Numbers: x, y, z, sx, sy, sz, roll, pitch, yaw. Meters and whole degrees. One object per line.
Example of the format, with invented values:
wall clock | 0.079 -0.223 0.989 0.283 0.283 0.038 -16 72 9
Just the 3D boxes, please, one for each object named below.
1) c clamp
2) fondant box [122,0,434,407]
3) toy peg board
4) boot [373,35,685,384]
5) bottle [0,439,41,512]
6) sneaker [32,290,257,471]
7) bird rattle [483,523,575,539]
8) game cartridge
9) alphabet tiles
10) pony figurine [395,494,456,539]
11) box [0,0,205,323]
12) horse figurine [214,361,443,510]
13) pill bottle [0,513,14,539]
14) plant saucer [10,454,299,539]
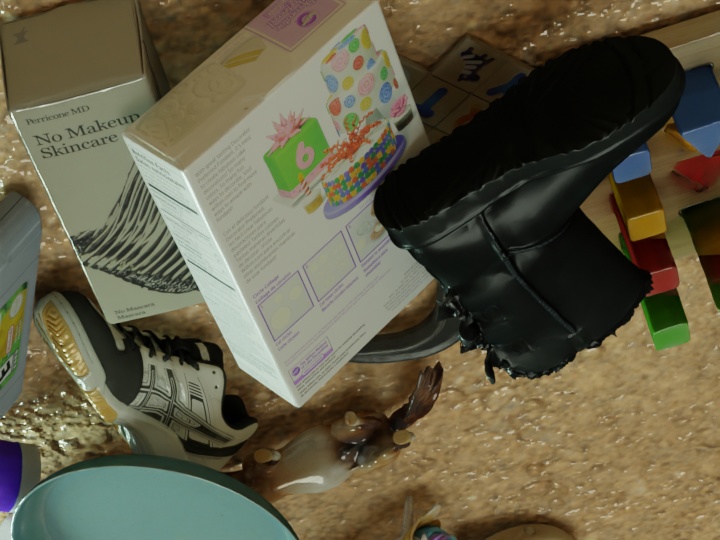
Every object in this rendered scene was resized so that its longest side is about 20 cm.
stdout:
c clamp | 0.000 0.000 1.321 0.169 0.027 0.201 -13 141 -6
fondant box | -0.031 -0.042 1.162 0.144 0.058 0.201 -43 139 -19
toy peg board | 0.230 -0.053 1.254 0.198 0.098 0.200 -18 143 3
boot | 0.117 -0.028 1.180 0.197 0.074 0.163 -31 133 12
bottle | -0.310 0.126 1.373 0.199 0.066 0.084 8 139 -24
sneaker | -0.135 0.063 1.350 0.087 0.076 0.200 -38 137 -5
bird rattle | 0.126 0.272 1.655 0.198 0.113 0.164 -1 125 -18
game cartridge | -0.245 0.059 1.258 0.040 0.133 0.201 31 141 12
alphabet tiles | 0.033 -0.077 1.253 0.199 0.008 0.167 21 132 -36
pony figurine | 0.009 0.288 1.547 0.200 0.194 0.166 -38 142 22
box | -0.135 -0.059 1.180 0.082 0.069 0.201 -15 143 3
horse figurine | -0.029 0.125 1.438 0.199 0.050 0.133 -22 173 -2
pill bottle | -0.163 0.236 1.514 0.198 0.113 0.112 7 139 -23
plant saucer | -0.130 0.179 1.381 0.198 0.028 0.201 5 139 4
